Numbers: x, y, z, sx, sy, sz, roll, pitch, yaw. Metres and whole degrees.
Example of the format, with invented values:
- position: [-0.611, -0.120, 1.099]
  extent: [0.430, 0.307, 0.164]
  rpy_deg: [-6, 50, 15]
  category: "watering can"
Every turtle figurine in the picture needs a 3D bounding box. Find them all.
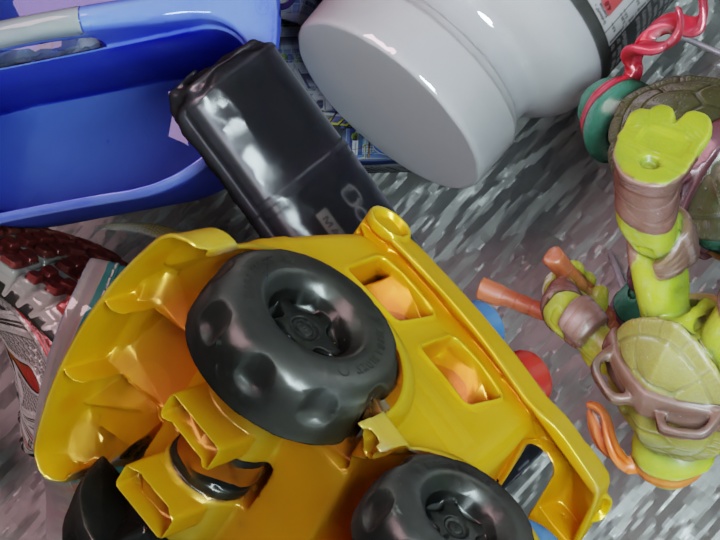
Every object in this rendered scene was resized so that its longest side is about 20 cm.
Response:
- position: [0.108, 0.022, 1.014]
  extent: [0.064, 0.162, 0.200]
  rpy_deg: [-31, 53, -30]
  category: "turtle figurine"
- position: [0.142, -0.022, 1.093]
  extent: [0.150, 0.101, 0.200]
  rpy_deg: [-50, 54, 1]
  category: "turtle figurine"

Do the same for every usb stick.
- position: [0.000, 0.000, 1.115]
  extent: [0.055, 0.200, 0.033]
  rpy_deg: [-40, 6, -36]
  category: "usb stick"

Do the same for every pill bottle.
- position: [0.074, -0.135, 1.170]
  extent: [0.116, 0.116, 0.200]
  rpy_deg: [25, 66, 42]
  category: "pill bottle"

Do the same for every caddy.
- position: [-0.123, -0.091, 1.178]
  extent: [0.199, 0.105, 0.142]
  rpy_deg: [-10, 84, 14]
  category: "caddy"

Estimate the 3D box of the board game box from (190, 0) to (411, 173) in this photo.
- position: [-0.053, -0.143, 1.255]
  extent: [0.199, 0.062, 0.201]
  rpy_deg: [-1, 85, 22]
  category: "board game box"

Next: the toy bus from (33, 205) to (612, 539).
- position: [0.017, 0.078, 1.004]
  extent: [0.200, 0.192, 0.136]
  rpy_deg: [50, 127, 21]
  category: "toy bus"

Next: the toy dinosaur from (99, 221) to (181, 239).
- position: [-0.028, 0.027, 1.159]
  extent: [0.101, 0.058, 0.200]
  rpy_deg: [-12, 51, -25]
  category: "toy dinosaur"

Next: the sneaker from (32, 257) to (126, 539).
- position: [-0.077, 0.077, 1.107]
  extent: [0.080, 0.200, 0.071]
  rpy_deg: [11, 46, 9]
  category: "sneaker"

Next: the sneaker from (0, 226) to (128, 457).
- position: [-0.127, 0.042, 1.226]
  extent: [0.200, 0.078, 0.082]
  rpy_deg: [45, 115, 41]
  category: "sneaker"
